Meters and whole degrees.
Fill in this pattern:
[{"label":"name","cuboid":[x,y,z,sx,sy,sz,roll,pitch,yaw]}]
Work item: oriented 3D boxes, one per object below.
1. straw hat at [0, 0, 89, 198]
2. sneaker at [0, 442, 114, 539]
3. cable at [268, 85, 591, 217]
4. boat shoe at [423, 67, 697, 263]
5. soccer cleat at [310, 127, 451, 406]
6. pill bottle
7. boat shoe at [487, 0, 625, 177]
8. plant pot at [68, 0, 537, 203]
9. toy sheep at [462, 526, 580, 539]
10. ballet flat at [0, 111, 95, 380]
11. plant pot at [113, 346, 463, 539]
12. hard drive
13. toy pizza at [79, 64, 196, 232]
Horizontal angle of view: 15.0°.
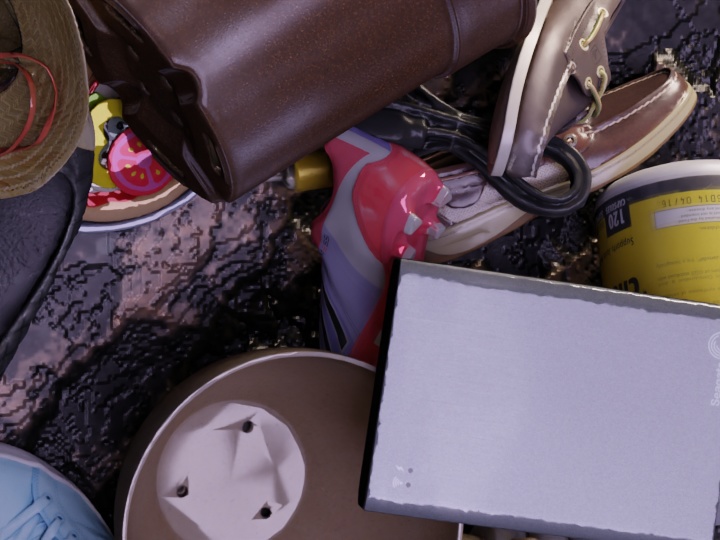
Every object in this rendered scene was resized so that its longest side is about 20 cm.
[{"label":"straw hat","cuboid":[-0.211,-0.143,1.482,0.085,0.201,0.202,-45,117,-52]},{"label":"sneaker","cuboid":[-0.162,0.178,1.583,0.074,0.082,0.200,-46,110,-8]},{"label":"cable","cuboid":[0.037,-0.083,1.606,0.199,0.050,0.097,10,72,-6]},{"label":"boat shoe","cuboid":[0.107,-0.080,1.643,0.200,0.072,0.072,-28,107,-6]},{"label":"soccer cleat","cuboid":[0.000,0.000,1.593,0.067,0.076,0.200,-37,155,-35]},{"label":"pill bottle","cuboid":[0.203,0.044,1.616,0.112,0.112,0.201,1,72,-19]},{"label":"boat shoe","cuboid":[0.117,-0.121,1.583,0.059,0.200,0.072,20,133,-1]},{"label":"plant pot","cuboid":[-0.043,-0.153,1.496,0.198,0.200,0.201,-37,109,-16]},{"label":"toy sheep","cuboid":[0.123,0.206,1.661,0.199,0.138,0.138,21,92,-12]},{"label":"ballet flat","cuboid":[-0.193,-0.005,1.530,0.066,0.057,0.201,21,92,-22]},{"label":"plant pot","cuboid":[-0.056,0.133,1.585,0.200,0.134,0.201,-3,100,-18]},{"label":"hard drive","cuboid":[0.107,0.076,1.522,0.199,0.033,0.140,8,91,-8]},{"label":"toy pizza","cuboid":[-0.148,-0.120,1.565,0.199,0.032,0.201,-3,100,-19]}]
